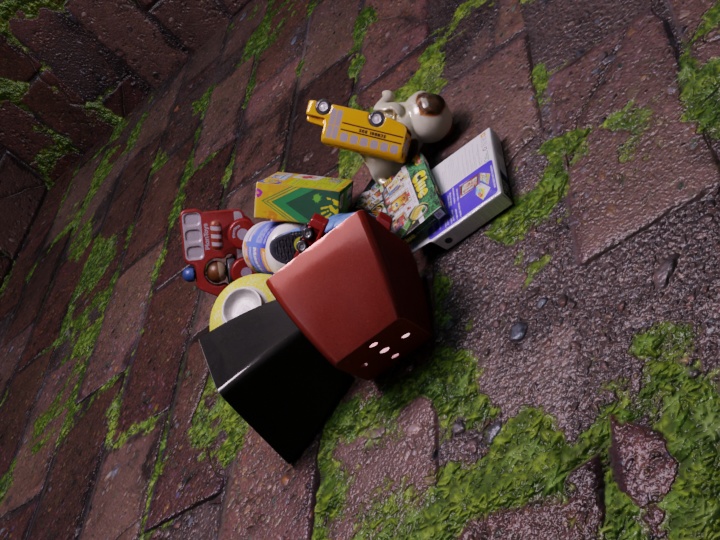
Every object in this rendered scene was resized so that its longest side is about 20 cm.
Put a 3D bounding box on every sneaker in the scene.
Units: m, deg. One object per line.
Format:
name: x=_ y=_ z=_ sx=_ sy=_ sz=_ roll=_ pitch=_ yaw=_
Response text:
sneaker: x=-0.064 y=-0.059 z=1.632 sx=0.197 sy=0.067 sz=0.079 roll=-14 pitch=18 yaw=7

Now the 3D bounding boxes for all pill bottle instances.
pill bottle: x=-0.148 y=-0.040 z=1.794 sx=0.113 sy=0.112 sz=0.199 roll=-57 pitch=25 yaw=-13

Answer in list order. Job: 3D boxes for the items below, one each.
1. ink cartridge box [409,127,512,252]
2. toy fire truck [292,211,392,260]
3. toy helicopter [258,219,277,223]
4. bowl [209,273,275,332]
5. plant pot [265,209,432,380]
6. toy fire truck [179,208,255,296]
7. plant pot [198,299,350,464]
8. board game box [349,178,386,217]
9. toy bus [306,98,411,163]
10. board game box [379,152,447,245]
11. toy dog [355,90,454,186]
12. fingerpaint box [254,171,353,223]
ink cartridge box: x=0.169 y=-0.133 z=1.614 sx=0.199 sy=0.043 sz=0.200 roll=-33 pitch=34 yaw=26
toy fire truck: x=-0.042 y=-0.026 z=1.573 sx=0.049 sy=0.139 sz=0.202 roll=-69 pitch=5 yaw=-74
toy helicopter: x=-0.179 y=-0.045 z=1.945 sx=0.133 sy=0.077 sz=0.203 roll=100 pitch=169 yaw=-62
bowl: x=-0.202 y=0.087 z=1.697 sx=0.197 sy=0.108 sz=0.203 roll=-6 pitch=67 yaw=14
plant pot: x=0.001 y=0.058 z=1.460 sx=0.199 sy=0.199 sz=0.178 roll=-35 pitch=61 yaw=13
toy fire truck: x=-0.309 y=-0.038 z=2.005 sx=0.112 sy=0.165 sz=0.204 roll=-141 pitch=47 yaw=-74
plant pot: x=-0.136 y=0.166 z=1.567 sx=0.177 sy=0.200 sz=0.200 roll=-39 pitch=29 yaw=0
board game box: x=0.053 y=-0.133 z=1.799 sx=0.105 sy=0.023 sz=0.199 roll=-55 pitch=28 yaw=-11
toy bus: x=-0.005 y=-0.263 z=1.712 sx=0.065 sy=0.197 sz=0.080 roll=3 pitch=-79 yaw=-78
board game box: x=0.092 y=-0.128 z=1.636 sx=0.104 sy=0.023 sz=0.201 roll=-37 pitch=31 yaw=16
toy dog: x=0.084 y=-0.270 z=1.779 sx=0.199 sy=0.140 sz=0.195 roll=-36 pitch=44 yaw=7
fingerpaint box: x=-0.109 y=-0.143 z=1.820 sx=0.200 sy=0.164 sz=0.075 roll=-62 pitch=-21 yaw=-77
